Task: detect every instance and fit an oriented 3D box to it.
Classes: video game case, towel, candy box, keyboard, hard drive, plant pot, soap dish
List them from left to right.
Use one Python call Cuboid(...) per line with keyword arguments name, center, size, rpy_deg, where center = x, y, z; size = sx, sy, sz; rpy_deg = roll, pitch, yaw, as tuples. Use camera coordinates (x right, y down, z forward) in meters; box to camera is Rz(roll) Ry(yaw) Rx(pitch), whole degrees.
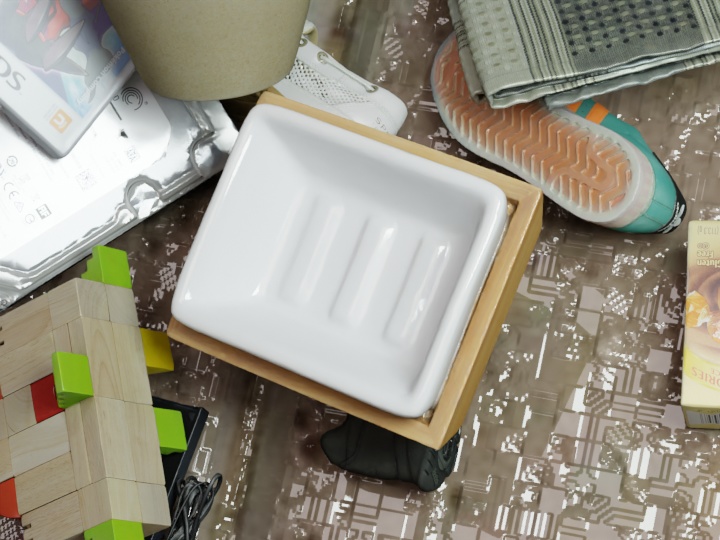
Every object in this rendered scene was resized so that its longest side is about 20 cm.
Cuboid(name="video game case", center=(-0.187, -0.202, 1.462), size=(0.182, 0.023, 0.200), rpy_deg=(43, 75, -22))
Cuboid(name="hard drive", center=(-0.187, -0.079, 1.503), size=(0.199, 0.038, 0.140), rpy_deg=(-32, 94, -16))
Cuboid(name="keyboard", center=(-0.140, 0.178, 1.473), size=(0.104, 0.040, 0.201), rpy_deg=(12, 75, 39))
Cuboid(name="plant pot", center=(-0.095, -0.209, 1.410), size=(0.186, 0.188, 0.201), rpy_deg=(1, 117, 12))
Cuboid(name="soap dish", center=(0.000, 0.000, 1.399), size=(0.199, 0.081, 0.158), rpy_deg=(21, 88, 29))
Cuboid(name="towel", center=(0.148, -0.174, 1.473), size=(0.191, 0.035, 0.201), rpy_deg=(-12, 42, 0))
Cuboid(name="candy box", center=(0.290, 0.034, 1.409), size=(0.198, 0.055, 0.116), rpy_deg=(2, 73, 11))

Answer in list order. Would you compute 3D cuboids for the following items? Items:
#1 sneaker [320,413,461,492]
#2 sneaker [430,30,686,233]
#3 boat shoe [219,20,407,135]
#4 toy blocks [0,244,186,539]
Cuboid(name="sneaker", center=(0.020, 0.031, 1.459), size=(0.090, 0.076, 0.202), rpy_deg=(3, 72, 18))
Cuboid(name="sneaker", center=(0.121, -0.079, 1.479), size=(0.072, 0.080, 0.200), rpy_deg=(-53, 50, 10))
Cuboid(name="boat shoe", center=(-0.054, -0.131, 1.530), size=(0.200, 0.071, 0.069), rpy_deg=(37, 66, 23))
Cuboid(name="toy blocks", center=(-0.191, 0.102, 1.463), size=(0.136, 0.100, 0.201), rpy_deg=(-26, 66, 34))
